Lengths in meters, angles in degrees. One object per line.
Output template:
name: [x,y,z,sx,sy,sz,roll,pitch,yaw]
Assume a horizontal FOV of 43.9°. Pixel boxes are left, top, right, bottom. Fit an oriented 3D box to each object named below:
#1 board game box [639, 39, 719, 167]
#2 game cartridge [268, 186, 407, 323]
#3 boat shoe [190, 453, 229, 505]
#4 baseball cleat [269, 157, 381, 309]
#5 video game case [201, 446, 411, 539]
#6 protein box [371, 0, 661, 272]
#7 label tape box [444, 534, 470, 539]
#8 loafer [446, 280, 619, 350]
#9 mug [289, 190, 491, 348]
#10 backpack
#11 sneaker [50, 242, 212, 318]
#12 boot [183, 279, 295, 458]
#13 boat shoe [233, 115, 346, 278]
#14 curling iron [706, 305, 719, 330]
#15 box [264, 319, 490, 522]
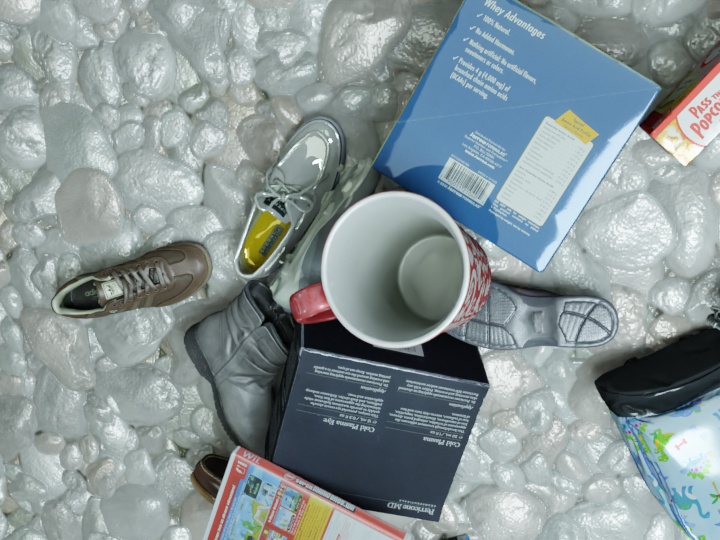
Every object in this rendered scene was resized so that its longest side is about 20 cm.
board game box: [0.347,-0.189,0.817,0.046,0.151,0.200,42,107,2]
game cartridge: [0.000,0.000,1.004,0.199,0.040,0.134,-34,95,18]
boat shoe: [-0.104,0.268,1.069,0.199,0.070,0.071,27,114,-2]
baseball cleat: [-0.014,-0.027,0.947,0.106,0.070,0.200,30,123,-13]
video game case: [-0.062,0.283,0.926,0.199,0.017,0.144,25,116,8]
protein box: [0.153,-0.144,0.882,0.198,0.135,0.201,32,107,6]
label tape box: [0.032,0.381,1.018,0.199,0.143,0.067,-18,95,17]
loafer: [0.173,0.049,0.958,0.198,0.063,0.073,5,92,15]
mug: [0.038,-0.001,0.862,0.176,0.200,0.135,10,91,18]
backpack: [0.354,0.186,0.909,0.162,0.154,0.201,-20,109,2]
sneaker: [-0.270,0.022,1.054,0.199,0.076,0.071,-17,97,17]
boot: [-0.111,0.122,1.024,0.131,0.070,0.201,-31,95,33]
boat shoe: [-0.086,-0.076,0.982,0.074,0.086,0.203,35,108,5]
curling iron: [0.418,0.082,0.881,0.199,0.050,0.026,25,99,-22]
box: [0.011,0.151,0.953,0.198,0.104,0.183,13,114,-9]
